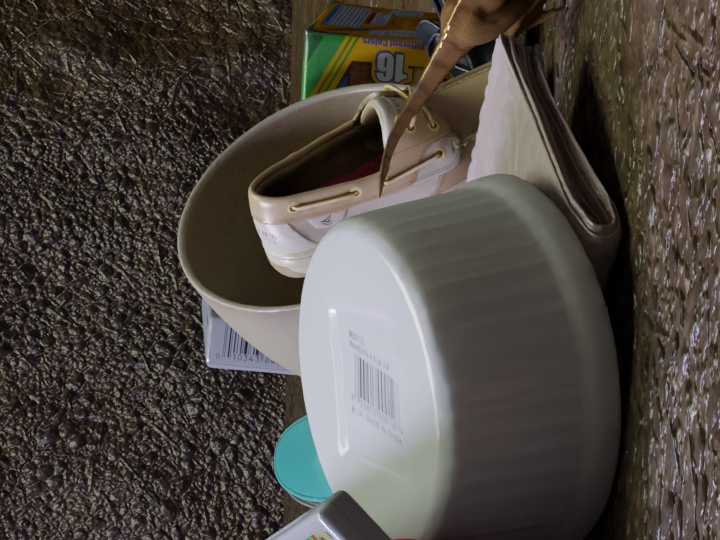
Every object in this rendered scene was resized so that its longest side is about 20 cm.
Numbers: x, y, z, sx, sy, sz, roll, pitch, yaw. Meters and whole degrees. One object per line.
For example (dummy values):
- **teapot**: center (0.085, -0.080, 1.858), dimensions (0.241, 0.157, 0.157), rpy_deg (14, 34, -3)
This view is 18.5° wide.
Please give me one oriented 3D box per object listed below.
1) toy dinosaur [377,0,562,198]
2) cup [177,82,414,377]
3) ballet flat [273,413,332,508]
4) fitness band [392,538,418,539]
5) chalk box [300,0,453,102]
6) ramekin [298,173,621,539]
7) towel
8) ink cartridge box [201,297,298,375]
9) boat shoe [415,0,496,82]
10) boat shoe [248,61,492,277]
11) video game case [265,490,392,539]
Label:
- **toy dinosaur**: center (0.063, -0.144, 1.287), dimensions (0.201, 0.060, 0.106), rpy_deg (-56, -14, 21)
- **cup**: center (0.000, 0.000, 1.432), dimensions (0.201, 0.199, 0.144), rpy_deg (-93, -18, -49)
- **ballet flat**: center (0.019, 0.111, 1.371), dimensions (0.200, 0.063, 0.068), rpy_deg (-23, 63, 55)
- **fitness band**: center (0.053, 0.207, 1.142), dimensions (0.037, 0.143, 0.200), rpy_deg (-44, -15, -24)
- **chalk box**: center (0.022, -0.076, 1.555), dimensions (0.125, 0.123, 0.202), rpy_deg (-64, -20, -73)
- **ramekin**: center (0.044, 0.056, 1.156), dimensions (0.200, 0.097, 0.202), rpy_deg (171, 90, -66)
- **towel**: center (0.092, 0.001, 1.233), dimensions (0.192, 0.032, 0.201), rpy_deg (-105, 19, -50)
- **ink cartridge box**: center (-0.017, 0.034, 1.607), dimensions (0.200, 0.195, 0.044), rpy_deg (-110, 26, -74)
- **boat shoe**: center (0.067, -0.147, 1.421), dimensions (0.075, 0.062, 0.202), rpy_deg (109, 148, -82)
- **boat shoe**: center (0.022, -0.074, 1.332), dimensions (0.074, 0.199, 0.069), rpy_deg (48, 169, 49)
- **video game case**: center (0.029, 0.202, 1.101), dimensions (0.022, 0.200, 0.182), rpy_deg (-43, 0, -23)
